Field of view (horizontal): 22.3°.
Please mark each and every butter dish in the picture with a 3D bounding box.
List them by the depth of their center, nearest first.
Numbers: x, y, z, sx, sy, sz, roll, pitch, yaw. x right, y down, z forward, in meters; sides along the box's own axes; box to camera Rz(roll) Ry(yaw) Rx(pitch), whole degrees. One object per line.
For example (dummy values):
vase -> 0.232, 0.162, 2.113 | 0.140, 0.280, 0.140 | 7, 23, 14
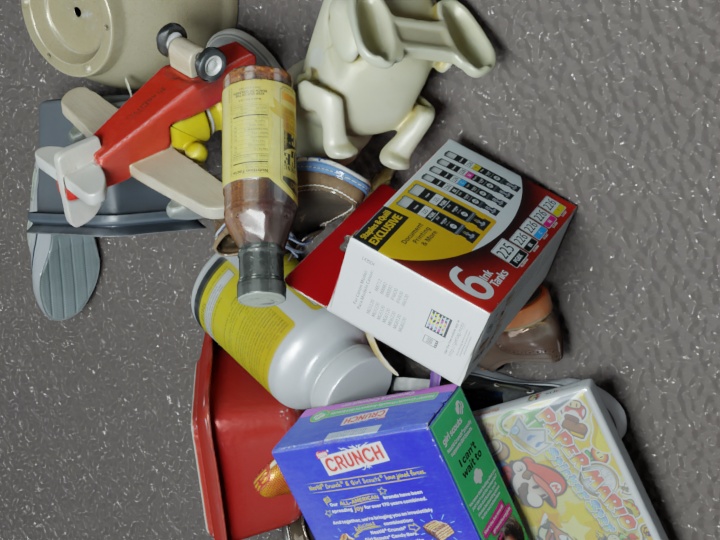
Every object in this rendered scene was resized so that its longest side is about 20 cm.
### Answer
butter dish -> -0.086, 0.166, 1.810 | 0.147, 0.200, 0.200 | -6, 116, 1

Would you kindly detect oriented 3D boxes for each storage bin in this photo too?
storage bin -> -0.239, -0.106, 1.807 | 0.200, 0.145, 0.135 | 6, 100, 56

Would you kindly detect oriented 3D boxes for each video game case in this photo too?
video game case -> 0.164, 0.206, 1.630 | 0.181, 0.023, 0.201 | -19, 107, 28

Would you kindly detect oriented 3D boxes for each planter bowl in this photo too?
planter bowl -> -0.234, -0.259, 1.729 | 0.200, 0.135, 0.201 | 17, 120, 32

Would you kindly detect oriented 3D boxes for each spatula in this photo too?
spatula -> 0.043, 0.106, 1.701 | 0.200, 0.020, 0.057 | 172, 106, -69

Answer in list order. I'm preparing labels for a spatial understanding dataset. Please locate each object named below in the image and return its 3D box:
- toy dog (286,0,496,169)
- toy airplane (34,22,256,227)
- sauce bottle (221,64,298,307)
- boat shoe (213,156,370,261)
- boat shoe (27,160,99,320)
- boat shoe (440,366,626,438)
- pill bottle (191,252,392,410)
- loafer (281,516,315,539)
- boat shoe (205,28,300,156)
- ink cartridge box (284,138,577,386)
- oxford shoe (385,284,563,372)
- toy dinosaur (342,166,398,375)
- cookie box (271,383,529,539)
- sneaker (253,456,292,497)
toy dog -> -0.012, -0.174, 1.588 | 0.200, 0.139, 0.194 | -51, 58, 42
toy airplane -> -0.185, -0.106, 1.626 | 0.198, 0.201, 0.141 | -11, 141, 17
sauce bottle -> -0.083, -0.070, 1.517 | 0.066, 0.066, 0.201 | -18, 67, 43
boat shoe -> -0.063, -0.047, 1.616 | 0.072, 0.073, 0.200 | 29, 157, -27
boat shoe -> -0.321, -0.043, 1.961 | 0.067, 0.073, 0.201 | 52, 141, 45
boat shoe -> 0.142, 0.130, 1.655 | 0.199, 0.066, 0.070 | 15, 119, 34
pill bottle -> -0.063, 0.061, 1.733 | 0.200, 0.112, 0.112 | 41, 132, 35
loafer -> -0.003, 0.312, 1.869 | 0.071, 0.073, 0.200 | -35, 92, 33
boat shoe -> -0.098, -0.127, 1.712 | 0.072, 0.069, 0.201 | -12, 104, 19
ink cartridge box -> 0.060, -0.021, 1.537 | 0.175, 0.200, 0.084 | 28, 127, 12
oxford shoe -> 0.095, 0.063, 1.661 | 0.200, 0.071, 0.073 | -5, 118, 44
toy dinosaur -> 0.000, 0.000, 1.672 | 0.101, 0.058, 0.201 | 147, 126, -71
cookie box -> 0.042, 0.212, 1.623 | 0.171, 0.075, 0.201 | -12, 113, 33
sneaker -> -0.018, 0.188, 1.722 | 0.073, 0.200, 0.077 | -49, 62, 35
